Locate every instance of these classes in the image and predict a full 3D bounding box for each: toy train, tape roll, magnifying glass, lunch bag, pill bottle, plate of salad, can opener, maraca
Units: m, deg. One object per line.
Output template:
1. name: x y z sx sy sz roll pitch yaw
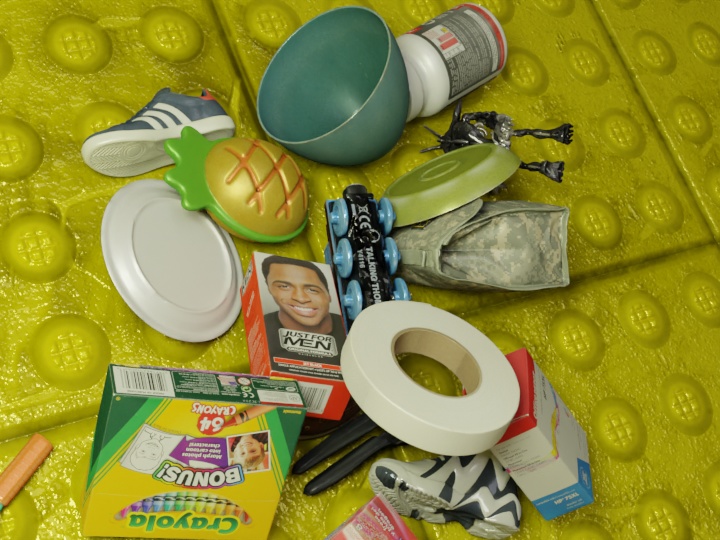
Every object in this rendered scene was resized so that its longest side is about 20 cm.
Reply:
1. toy train: 0.000 0.000 1.375 0.085 0.115 0.203 -2 65 -19
2. tape roll: 0.075 0.111 1.226 0.199 0.037 0.204 17 35 -12
3. magnifying glass: -0.374 0.244 1.127 0.079 0.022 0.201 37 57 -3
4. lunch bag: 0.132 -0.031 1.413 0.197 0.163 0.120 -4 94 -27
5. pill bottle: 0.101 -0.281 1.571 0.199 0.116 0.116 -34 81 -35
6. plate of salad: -0.217 -0.009 1.312 0.199 0.048 0.203 28 47 -36
7. can opener: 0.007 0.190 1.313 0.198 0.079 0.064 -24 77 -22
8. maraca: -0.144 -0.102 1.356 0.198 0.107 0.139 17 50 -33

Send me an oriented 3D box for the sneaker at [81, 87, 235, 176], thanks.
1. sneaker: -0.252 -0.174 1.378 0.198 0.075 0.085 -14 64 -37

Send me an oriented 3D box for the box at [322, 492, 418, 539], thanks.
1. box: 0.034 0.353 1.196 0.201 0.102 0.094 51 23 6

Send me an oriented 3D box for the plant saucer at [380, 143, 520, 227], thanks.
1. plant saucer: 0.104 -0.114 1.437 0.199 0.198 0.031 -36 108 -34

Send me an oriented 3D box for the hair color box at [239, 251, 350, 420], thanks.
1. hair color box: -0.073 0.070 1.277 0.100 0.062 0.201 9 36 -20

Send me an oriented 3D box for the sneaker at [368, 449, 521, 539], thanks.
1. sneaker: 0.102 0.221 1.330 0.196 0.080 0.131 19 56 -15

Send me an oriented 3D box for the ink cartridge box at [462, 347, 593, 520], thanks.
1. ink cartridge box: 0.194 0.178 1.333 0.201 0.067 0.117 52 25 -28

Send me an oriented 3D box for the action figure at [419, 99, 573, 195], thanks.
1. action figure: 0.185 -0.164 1.560 0.197 0.102 0.121 9 86 23

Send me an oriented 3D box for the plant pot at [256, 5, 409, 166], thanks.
1. plant pot: -0.015 -0.211 1.454 0.135 0.197 0.203 42 44 -46

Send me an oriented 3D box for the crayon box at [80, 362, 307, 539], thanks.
1. crayon box: -0.171 0.188 1.160 0.197 0.175 0.058 7 26 -22

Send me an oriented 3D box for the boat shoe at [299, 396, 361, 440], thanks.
1. boat shoe: -0.072 0.151 1.289 0.197 0.068 0.073 -9 68 -29
